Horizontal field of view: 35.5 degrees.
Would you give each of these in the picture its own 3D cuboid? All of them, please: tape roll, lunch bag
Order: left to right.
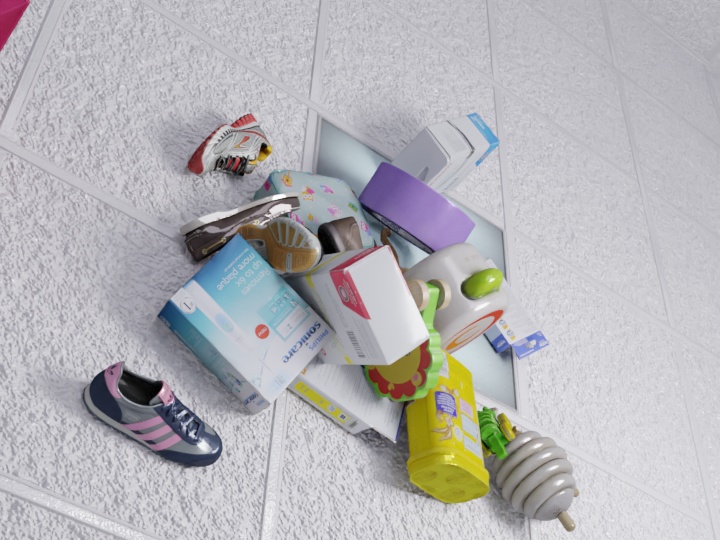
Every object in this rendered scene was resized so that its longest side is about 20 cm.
[{"bbox_3d":[-0.078,-0.079,1.853,0.199,0.077,0.162,5,54,-43],"label":"lunch bag"},{"bbox_3d":[0.096,-0.099,1.956,0.199,0.085,0.200,35,-1,0],"label":"tape roll"}]

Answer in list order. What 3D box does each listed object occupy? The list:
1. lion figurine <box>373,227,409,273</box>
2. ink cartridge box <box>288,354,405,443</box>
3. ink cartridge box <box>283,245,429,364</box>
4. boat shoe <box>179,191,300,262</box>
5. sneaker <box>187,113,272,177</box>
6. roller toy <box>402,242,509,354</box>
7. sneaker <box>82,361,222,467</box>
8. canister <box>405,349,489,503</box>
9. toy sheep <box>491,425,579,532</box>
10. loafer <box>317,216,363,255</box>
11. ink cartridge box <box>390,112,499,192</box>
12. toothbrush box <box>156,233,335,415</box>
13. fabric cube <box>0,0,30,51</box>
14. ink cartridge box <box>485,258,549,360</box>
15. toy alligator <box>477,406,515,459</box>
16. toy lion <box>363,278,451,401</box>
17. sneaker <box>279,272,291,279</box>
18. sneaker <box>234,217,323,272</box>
[{"bbox_3d":[0.082,0.017,1.946,0.198,0.073,0.123,26,44,-10],"label":"lion figurine"},{"bbox_3d":[-0.015,0.151,1.732,0.200,0.047,0.198,40,35,-15],"label":"ink cartridge box"},{"bbox_3d":[-0.010,0.051,1.588,0.083,0.199,0.146,-31,102,-27],"label":"ink cartridge box"},{"bbox_3d":[-0.175,-0.069,1.713,0.198,0.072,0.060,-20,87,-28],"label":"boat shoe"},{"bbox_3d":[-0.205,-0.193,1.829,0.082,0.078,0.200,49,36,1],"label":"sneaker"},{"bbox_3d":[0.132,0.049,1.811,0.140,0.199,0.183,56,0,16],"label":"roller toy"},{"bbox_3d":[-0.248,0.183,1.424,0.199,0.082,0.071,30,39,-23],"label":"sneaker"},{"bbox_3d":[0.127,0.235,1.724,0.148,0.086,0.202,39,37,-44],"label":"canister"},{"bbox_3d":[0.283,0.332,1.797,0.137,0.139,0.200,0,38,-45],"label":"toy sheep"},{"bbox_3d":[0.000,0.000,1.792,0.071,0.073,0.201,-33,124,-20],"label":"loafer"},{"bbox_3d":[0.156,-0.216,2.166,0.084,0.145,0.199,53,36,10],"label":"ink cartridge box"},{"bbox_3d":[-0.159,0.076,1.571,0.200,0.085,0.146,47,62,-3],"label":"toothbrush box"},{"bbox_3d":[-0.592,-0.324,1.450,0.200,0.196,0.200,43,36,-4],"label":"fabric cube"},{"bbox_3d":[0.257,0.077,2.085,0.119,0.042,0.201,-17,67,-52],"label":"ink cartridge box"},{"bbox_3d":[0.207,0.246,1.819,0.054,0.059,0.200,53,9,-11],"label":"toy alligator"},{"bbox_3d":[0.048,0.091,1.689,0.068,0.194,0.199,0,18,-45],"label":"toy lion"},{"bbox_3d":[-0.126,0.011,1.703,0.115,0.075,0.200,44,49,7],"label":"sneaker"},{"bbox_3d":[-0.100,-0.036,1.613,0.087,0.199,0.077,7,92,-36],"label":"sneaker"}]
